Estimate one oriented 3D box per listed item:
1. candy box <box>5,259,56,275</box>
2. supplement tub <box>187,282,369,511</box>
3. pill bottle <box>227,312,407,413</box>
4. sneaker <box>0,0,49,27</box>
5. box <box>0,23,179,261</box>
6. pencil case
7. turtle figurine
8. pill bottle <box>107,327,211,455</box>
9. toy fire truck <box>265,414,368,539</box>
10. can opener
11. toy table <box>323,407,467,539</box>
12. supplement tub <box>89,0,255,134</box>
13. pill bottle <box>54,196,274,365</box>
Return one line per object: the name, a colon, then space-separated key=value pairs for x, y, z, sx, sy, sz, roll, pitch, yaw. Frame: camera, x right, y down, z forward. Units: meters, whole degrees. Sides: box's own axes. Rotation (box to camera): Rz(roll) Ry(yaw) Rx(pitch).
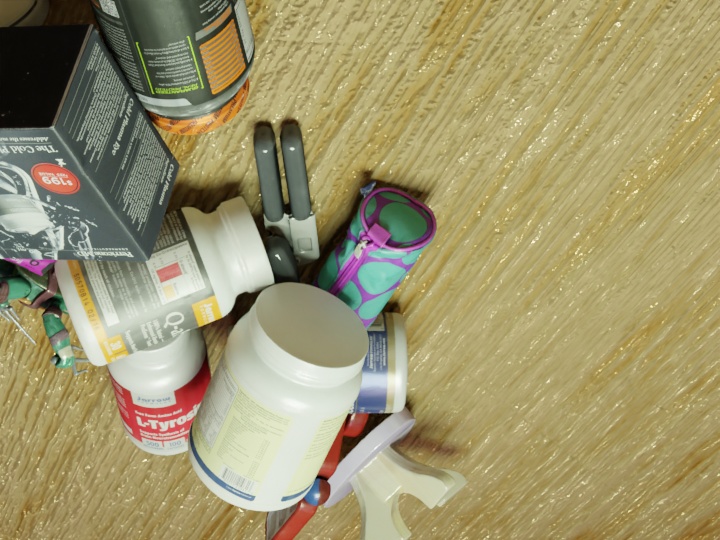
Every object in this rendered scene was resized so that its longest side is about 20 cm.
candy box: x=-0.307 y=-0.087 z=1.353 sx=0.135 sy=0.062 sz=0.199 roll=25 pitch=135 yaw=-33
supplement tub: x=-0.083 y=0.128 z=1.442 sx=0.143 sy=0.146 sz=0.201 roll=13 pitch=125 yaw=-20
pill bottle: x=-0.050 y=0.103 z=1.582 sx=0.197 sy=0.112 sz=0.112 roll=0 pitch=144 yaw=-3
sneaker: x=-0.357 y=-0.216 z=1.165 sx=0.197 sy=0.074 sz=0.071 roll=-6 pitch=151 yaw=6
box: x=-0.278 y=-0.099 z=1.160 sx=0.197 sy=0.105 sz=0.183 roll=1 pitch=149 yaw=21
pencil case: x=0.000 y=0.000 z=1.465 sx=0.092 sy=0.085 sz=0.201 roll=-24 pitch=159 yaw=-38
turtle figurine: x=-0.347 y=0.027 z=1.476 sx=0.149 sy=0.102 sz=0.199 roll=27 pitch=180 yaw=44
pill bottle: x=-0.223 y=0.110 z=1.579 sx=0.110 sy=0.114 sz=0.201 roll=-2 pitch=144 yaw=-1
toy fire truck: x=-0.064 y=0.219 z=1.688 sx=0.111 sy=0.170 sz=0.200 roll=14 pitch=141 yaw=-22
can opener: x=-0.072 y=-0.055 z=1.405 sx=0.052 sy=0.068 sz=0.201 roll=-4 pitch=144 yaw=1
toy table: x=0.038 y=0.269 z=1.763 sx=0.183 sy=0.117 sz=0.201 roll=-35 pitch=165 yaw=-29
supplement tub: x=-0.153 y=-0.211 z=1.145 sx=0.120 sy=0.124 sz=0.201 roll=-5 pitch=143 yaw=3
pill bottle: x=-0.193 y=0.006 z=1.406 sx=0.198 sy=0.117 sz=0.117 roll=-22 pitch=144 yaw=-7
